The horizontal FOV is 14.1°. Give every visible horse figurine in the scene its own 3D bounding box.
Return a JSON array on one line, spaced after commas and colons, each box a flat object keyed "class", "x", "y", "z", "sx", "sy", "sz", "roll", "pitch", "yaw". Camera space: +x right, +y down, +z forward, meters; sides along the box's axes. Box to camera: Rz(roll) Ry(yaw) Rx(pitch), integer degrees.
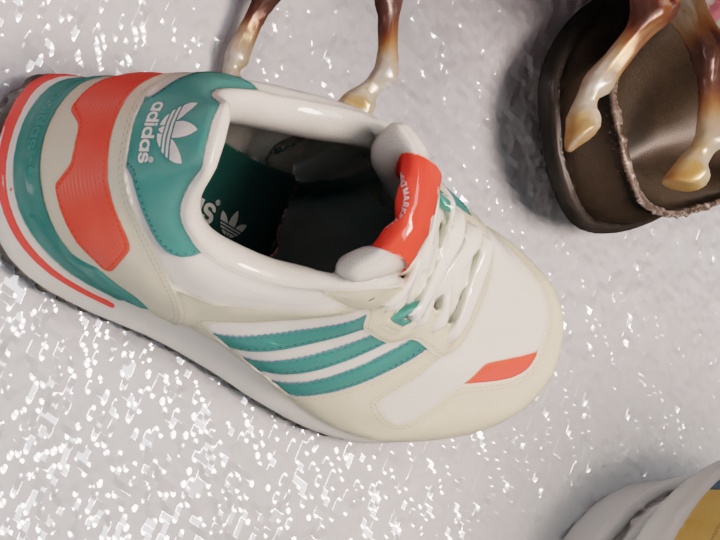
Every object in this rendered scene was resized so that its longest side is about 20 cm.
[{"class": "horse figurine", "x": 0.042, "y": -0.097, "z": 0.786, "sx": 0.050, "sy": 0.199, "sz": 0.133, "roll": 52, "pitch": 48, "yaw": -76}]

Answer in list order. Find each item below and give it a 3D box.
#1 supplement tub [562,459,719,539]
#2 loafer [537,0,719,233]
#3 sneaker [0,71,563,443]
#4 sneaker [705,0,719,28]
[{"class": "supplement tub", "x": 0.159, "y": 0.124, "z": 0.842, "sx": 0.144, "sy": 0.199, "sz": 0.146, "roll": 2, "pitch": 87, "yaw": -43}, {"class": "loafer", "x": 0.134, "y": -0.065, "z": 0.913, "sx": 0.199, "sy": 0.071, "sz": 0.073, "roll": -25, "pitch": 105, "yaw": -41}, {"class": "sneaker", "x": 0.000, "y": -0.001, "z": 0.772, "sx": 0.199, "sy": 0.093, "sz": 0.071, "roll": 25, "pitch": 72, "yaw": -39}, {"class": "sneaker", "x": 0.108, "y": -0.145, "z": 0.891, "sx": 0.104, "sy": 0.075, "sz": 0.200, "roll": 34, "pitch": 36, "yaw": 0}]
